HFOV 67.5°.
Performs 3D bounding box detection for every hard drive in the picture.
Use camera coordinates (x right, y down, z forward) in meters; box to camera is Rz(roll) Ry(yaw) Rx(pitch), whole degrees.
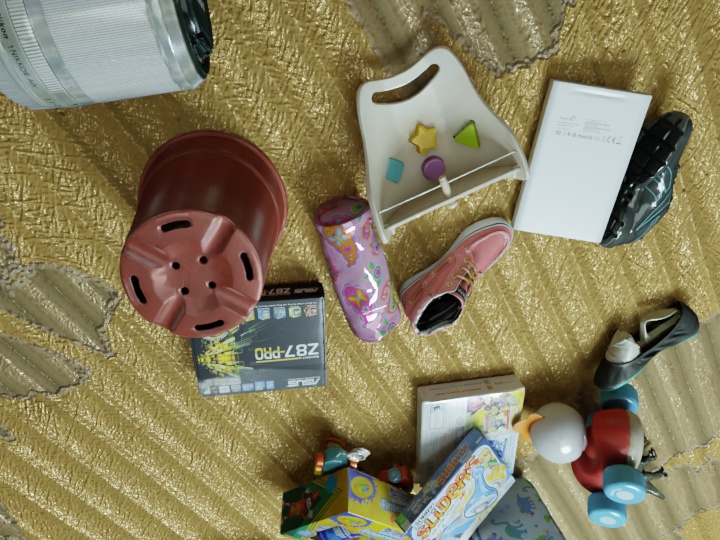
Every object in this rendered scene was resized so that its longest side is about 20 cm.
[{"bbox_3d":[0.295,-0.145,0.735,0.128,0.026,0.204,8,117,0],"label":"hard drive"}]

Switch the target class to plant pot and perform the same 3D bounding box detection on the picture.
[{"bbox_3d":[-0.184,-0.038,0.635,0.195,0.196,0.205,-3,119,-6],"label":"plant pot"}]

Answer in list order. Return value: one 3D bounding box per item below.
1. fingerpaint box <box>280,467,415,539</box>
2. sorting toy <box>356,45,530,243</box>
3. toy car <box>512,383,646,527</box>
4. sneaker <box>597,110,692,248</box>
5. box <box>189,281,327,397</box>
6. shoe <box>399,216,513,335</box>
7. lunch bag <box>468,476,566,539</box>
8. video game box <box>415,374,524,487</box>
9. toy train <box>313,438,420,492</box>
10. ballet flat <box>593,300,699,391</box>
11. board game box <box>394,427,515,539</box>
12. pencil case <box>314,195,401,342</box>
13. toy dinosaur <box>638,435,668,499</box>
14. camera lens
[{"bbox_3d":[-0.011,0.422,0.925,0.165,0.075,0.199,-31,130,30],"label":"fingerpaint box"},{"bbox_3d":[0.081,-0.166,0.669,0.196,0.107,0.183,-23,111,5],"label":"sorting toy"},{"bbox_3d":[0.356,0.291,0.912,0.195,0.186,0.180,11,136,14],"label":"toy car"},{"bbox_3d":[0.403,-0.123,0.757,0.077,0.076,0.203,4,126,-21],"label":"sneaker"},{"bbox_3d":[-0.148,0.102,0.797,0.194,0.049,0.165,-3,121,-7],"label":"box"},{"bbox_3d":[0.145,0.012,0.768,0.199,0.092,0.072,-38,117,12],"label":"shoe"},{"bbox_3d":[0.263,0.467,0.964,0.156,0.201,0.085,-4,112,-8],"label":"lunch bag"},{"bbox_3d":[0.187,0.282,0.943,0.177,0.047,0.205,-4,118,-5],"label":"video game box"},{"bbox_3d":[0.007,0.329,0.920,0.148,0.057,0.200,-22,134,22],"label":"toy train"},{"bbox_3d":[0.462,0.117,0.892,0.198,0.068,0.069,-35,108,0],"label":"ballet flat"},{"bbox_3d":[0.163,0.385,0.905,0.200,0.034,0.136,-45,120,-13],"label":"board game box"},{"bbox_3d":[0.000,0.000,0.749,0.085,0.088,0.204,-17,120,1],"label":"pencil case"},{"bbox_3d":[0.524,0.380,1.041,0.101,0.078,0.200,-31,123,22],"label":"toy dinosaur"},{"bbox_3d":[-0.255,-0.253,0.531,0.195,0.161,0.163,-10,119,-3],"label":"camera lens"}]
